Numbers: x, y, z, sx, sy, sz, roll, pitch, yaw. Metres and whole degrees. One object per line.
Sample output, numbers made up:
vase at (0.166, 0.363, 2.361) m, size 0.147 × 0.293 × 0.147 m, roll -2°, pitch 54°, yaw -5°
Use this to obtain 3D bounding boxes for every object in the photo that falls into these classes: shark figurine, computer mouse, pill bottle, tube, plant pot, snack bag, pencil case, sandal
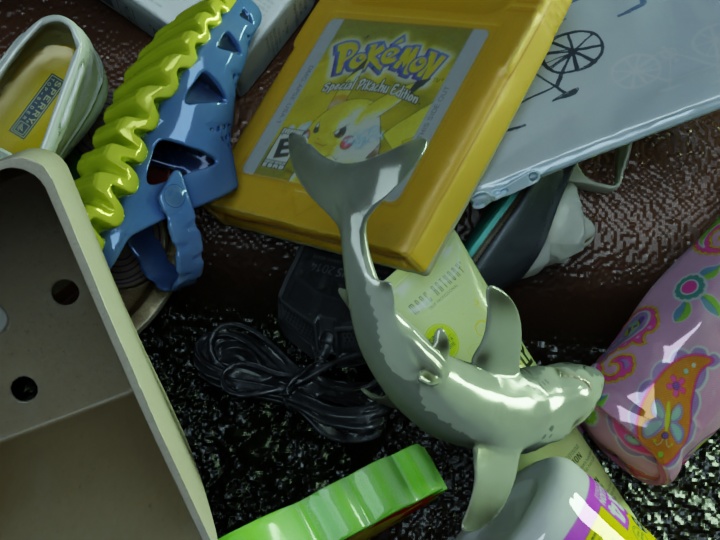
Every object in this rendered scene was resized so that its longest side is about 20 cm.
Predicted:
shark figurine at (0.022, 0.040, 0.675) m, size 0.214 × 0.089 × 0.128 m, roll 46°, pitch 61°, yaw -26°
computer mouse at (0.000, 0.000, 0.798) m, size 0.138 × 0.053 × 0.201 m, roll 18°, pitch 74°, yaw 33°
pill bottle at (0.138, 0.196, 0.694) m, size 0.200 × 0.104 × 0.104 m, roll 43°, pitch 80°, yaw -5°
tube at (0.080, 0.076, 0.750) m, size 0.052 × 0.058 × 0.200 m, roll -32°, pitch 97°, yaw 16°
plant pot at (-0.187, 0.052, 0.635) m, size 0.199 × 0.177 × 0.201 m, roll -20°, pitch 107°, yaw 3°
snack bag at (0.126, -0.132, 0.795) m, size 0.188 × 0.021 × 0.201 m, roll -21°, pitch 47°, yaw 3°
pencil case at (0.203, 0.027, 0.780) m, size 0.087 × 0.087 × 0.200 m, roll 41°, pitch 79°, yaw 10°
sandal at (-0.105, -0.068, 0.779) m, size 0.087 × 0.079 × 0.201 m, roll 32°, pitch 74°, yaw -24°

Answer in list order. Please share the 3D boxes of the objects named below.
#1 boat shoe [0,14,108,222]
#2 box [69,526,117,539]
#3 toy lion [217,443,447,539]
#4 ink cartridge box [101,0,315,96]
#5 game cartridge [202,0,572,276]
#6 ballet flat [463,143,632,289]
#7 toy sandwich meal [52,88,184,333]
boat shoe at (-0.203, -0.052, 0.733) m, size 0.074 × 0.086 × 0.203 m, roll 29°, pitch 75°, yaw 8°
box at (-0.204, 0.136, 0.724) m, size 0.199 × 0.164 × 0.021 m, roll -21°, pitch 112°, yaw -4°
toy lion at (-0.049, 0.148, 0.698) m, size 0.191 × 0.200 × 0.069 m, roll -32°, pitch 78°, yaw 11°
ink cartridge box at (-0.082, -0.235, 0.869) m, size 0.160 × 0.047 × 0.200 m, roll 35°, pitch 77°, yaw 9°
game cartridge at (0.014, -0.103, 0.787) m, size 0.176 × 0.032 × 0.201 m, roll 14°, pitch 71°, yaw 44°
ballet flat at (0.117, -0.052, 0.808) m, size 0.073 × 0.073 × 0.201 m, roll 26°, pitch 73°, yaw 7°
toy sandwich meal at (-0.199, -0.029, 0.803) m, size 0.204 × 0.070 × 0.206 m, roll 0°, pitch 76°, yaw 1°
